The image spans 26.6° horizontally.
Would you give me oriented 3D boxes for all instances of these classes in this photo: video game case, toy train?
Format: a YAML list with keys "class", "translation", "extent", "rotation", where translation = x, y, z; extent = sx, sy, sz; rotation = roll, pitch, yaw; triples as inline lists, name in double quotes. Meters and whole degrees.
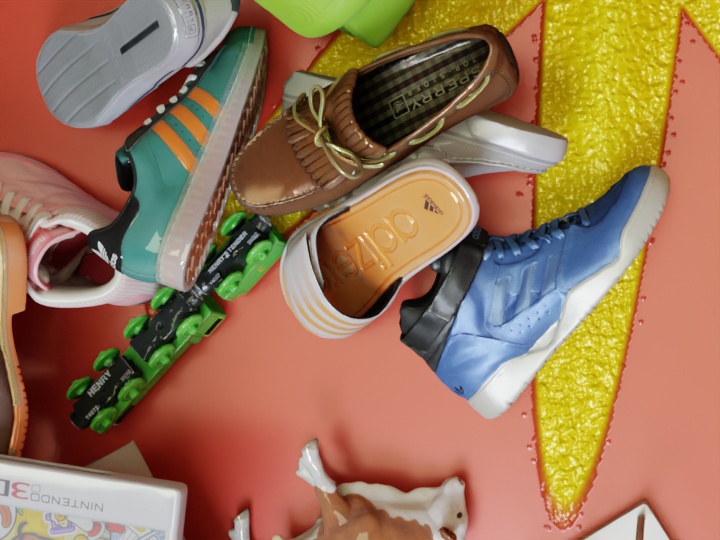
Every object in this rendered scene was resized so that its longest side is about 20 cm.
- class: "video game case"
  translation: [-0.207, 0.220, 0.953]
  extent: [0.180, 0.023, 0.202]
  rotation: [7, 94, 8]
- class: "toy train"
  translation: [-0.127, 0.037, 1.059]
  extent: [0.200, 0.056, 0.042]
  rotation: [-46, 72, 9]

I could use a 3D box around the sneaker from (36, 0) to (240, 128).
- class: "sneaker"
  translation: [-0.149, -0.145, 1.029]
  extent: [0.199, 0.071, 0.074]
  rotation: [-12, 98, 50]

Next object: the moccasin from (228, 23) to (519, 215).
- class: "moccasin"
  translation: [0.003, -0.092, 0.954]
  extent: [0.200, 0.078, 0.074]
  rotation: [-20, 82, 19]

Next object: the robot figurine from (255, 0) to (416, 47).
- class: "robot figurine"
  translation: [-0.047, -0.231, 0.981]
  extent: [0.200, 0.175, 0.116]
  rotation: [36, 94, -26]

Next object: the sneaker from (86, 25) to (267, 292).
- class: "sneaker"
  translation: [-0.119, -0.086, 1.014]
  extent: [0.079, 0.072, 0.201]
  rotation: [16, 63, 6]

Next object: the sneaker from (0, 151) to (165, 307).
- class: "sneaker"
  translation: [-0.230, -0.030, 1.054]
  extent: [0.199, 0.105, 0.076]
  rotation: [23, 99, 10]

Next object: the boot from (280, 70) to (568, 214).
- class: "boot"
  translation: [0.036, -0.068, 1.024]
  extent: [0.198, 0.073, 0.096]
  rotation: [15, 100, 19]

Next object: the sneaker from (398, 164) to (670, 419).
- class: "sneaker"
  translation: [0.105, -0.010, 1.000]
  extent: [0.111, 0.077, 0.200]
  rotation: [38, 105, -2]

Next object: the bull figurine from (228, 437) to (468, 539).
- class: "bull figurine"
  translation: [-0.022, 0.190, 1.039]
  extent: [0.200, 0.065, 0.122]
  rotation: [-42, 80, 9]

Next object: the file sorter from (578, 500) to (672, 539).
- class: "file sorter"
  translation: [0.137, 0.268, 0.979]
  extent: [0.199, 0.124, 0.139]
  rotation: [-33, 86, 10]

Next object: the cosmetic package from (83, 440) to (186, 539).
- class: "cosmetic package"
  translation: [-0.159, 0.230, 1.022]
  extent: [0.087, 0.103, 0.201]
  rotation: [-30, 89, 54]

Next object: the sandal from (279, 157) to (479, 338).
- class: "sandal"
  translation: [-0.005, -0.007, 0.979]
  extent: [0.079, 0.059, 0.207]
  rotation: [48, 140, -2]

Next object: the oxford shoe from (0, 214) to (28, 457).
- class: "oxford shoe"
  translation: [-0.262, 0.064, 0.989]
  extent: [0.071, 0.073, 0.202]
  rotation: [-5, 85, 47]
